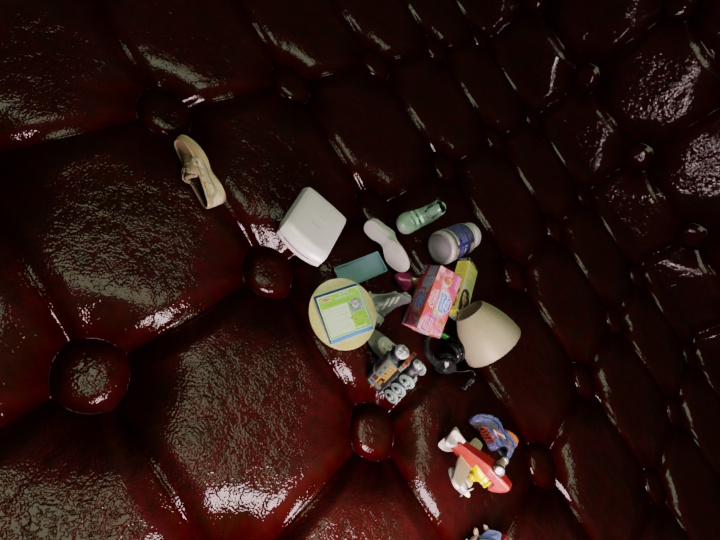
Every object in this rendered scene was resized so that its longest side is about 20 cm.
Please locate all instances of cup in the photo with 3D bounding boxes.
[{"bbox_3d":[0.383,0.184,1.643,0.144,0.199,0.200,53,46,-9],"label":"cup"}]

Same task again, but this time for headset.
[{"bbox_3d":[0.273,0.281,1.617,0.200,0.094,0.123,43,45,9],"label":"headset"}]

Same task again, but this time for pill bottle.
[{"bbox_3d":[0.335,-0.101,1.828,0.198,0.115,0.117,-22,81,-43],"label":"pill bottle"}]

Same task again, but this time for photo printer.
[{"bbox_3d":[-0.142,-0.121,1.484,0.166,0.069,0.202,40,48,-15],"label":"photo printer"}]

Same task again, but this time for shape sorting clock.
[{"bbox_3d":[-0.049,0.119,1.433,0.196,0.039,0.205,7,71,-21],"label":"shape sorting clock"}]

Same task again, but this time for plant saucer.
[{"bbox_3d":[0.000,0.000,1.569,0.198,0.019,0.071,-22,81,-45],"label":"plant saucer"}]

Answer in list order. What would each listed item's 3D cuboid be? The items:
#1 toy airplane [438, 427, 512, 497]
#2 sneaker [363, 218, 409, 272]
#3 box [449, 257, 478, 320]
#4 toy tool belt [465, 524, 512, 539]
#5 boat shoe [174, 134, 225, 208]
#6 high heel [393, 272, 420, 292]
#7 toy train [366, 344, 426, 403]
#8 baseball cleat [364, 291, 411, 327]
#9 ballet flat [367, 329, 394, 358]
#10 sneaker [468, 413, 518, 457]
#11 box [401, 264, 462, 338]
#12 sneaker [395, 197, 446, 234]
[{"bbox_3d":[0.301,0.542,1.453,0.196,0.144,0.200,13,21,-23],"label":"toy airplane"},{"bbox_3d":[0.098,-0.089,1.664,0.201,0.075,0.088,53,30,3],"label":"sneaker"},{"bbox_3d":[0.341,0.062,1.746,0.075,0.049,0.203,43,56,-42],"label":"box"},{"bbox_3d":[0.334,0.738,1.365,0.199,0.124,0.125,-31,95,-45],"label":"toy tool belt"},{"bbox_3d":[-0.422,-0.254,1.328,0.064,0.071,0.202,-35,91,-45],"label":"boat shoe"},{"bbox_3d":[0.204,0.030,1.662,0.197,0.096,0.069,13,58,-33],"label":"high heel"},{"bbox_3d":[0.092,0.272,1.379,0.114,0.201,0.085,43,51,9],"label":"toy train"},{"bbox_3d":[0.070,0.114,1.539,0.196,0.070,0.109,1,71,-28],"label":"baseball cleat"},{"bbox_3d":[0.092,0.243,1.478,0.067,0.063,0.202,-32,88,-44],"label":"ballet flat"},{"bbox_3d":[0.406,0.505,1.585,0.199,0.075,0.079,38,52,-14],"label":"sneaker"},{"bbox_3d":[0.218,0.092,1.585,0.094,0.099,0.204,26,80,-23],"label":"box"},{"bbox_3d":[0.210,-0.193,1.775,0.199,0.118,0.075,-25,84,-43],"label":"sneaker"}]
